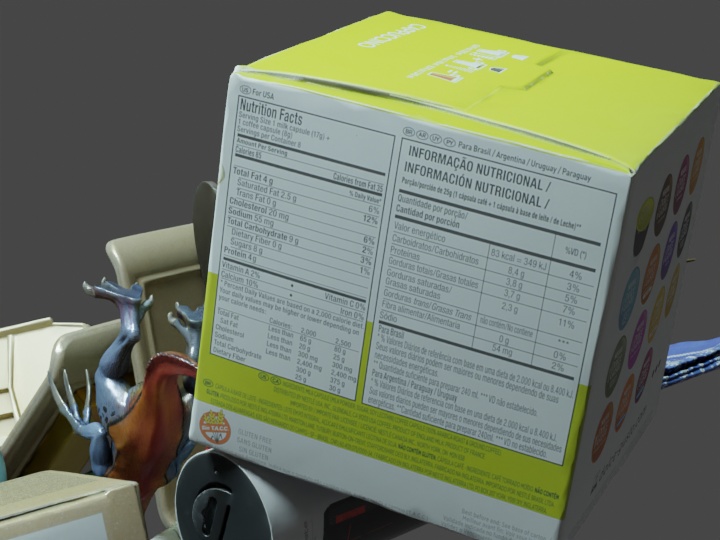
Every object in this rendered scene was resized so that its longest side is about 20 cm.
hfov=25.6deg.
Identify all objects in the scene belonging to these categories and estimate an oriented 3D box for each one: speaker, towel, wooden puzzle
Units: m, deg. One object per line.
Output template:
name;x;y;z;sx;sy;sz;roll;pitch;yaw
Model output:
speaker;-0.004;0.113;0.872;0.199;0.082;0.081;-14;1;-44
towel;0.203;0.085;1.276;0.198;0.024;0.144;-14;1;-37
wooden puzzle;-0.096;0.066;1.102;0.037;0.203;0.184;-13;1;36
wooden puzzle;-0.184;0.115;1.123;0.184;0.037;0.201;-15;-37;-55

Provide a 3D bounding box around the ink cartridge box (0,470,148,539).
ink cartridge box;-0.226;0.168;0.843;0.198;0.076;0.164;-13;3;-26

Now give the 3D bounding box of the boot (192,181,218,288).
boot;0.000;0.000;1.093;0.198;0.188;0.064;-21;-10;-33

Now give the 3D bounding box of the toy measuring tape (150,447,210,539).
toy measuring tape;-0.079;0.131;0.979;0.073;0.075;0.200;-12;2;23

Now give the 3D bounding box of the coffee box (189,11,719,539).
coffee box;0.053;-0.007;0.810;0.198;0.200;0.199;16;22;19

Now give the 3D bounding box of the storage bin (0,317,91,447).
storage bin;-0.279;0.127;1.267;0.196;0.095;0.200;-12;-22;4

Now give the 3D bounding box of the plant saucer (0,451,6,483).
plant saucer;-0.321;0.150;0.993;0.197;0.028;0.201;-8;40;7

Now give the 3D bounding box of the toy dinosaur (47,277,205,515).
toy dinosaur;-0.141;0.100;0.923;0.104;0.184;0.200;12;14;-5
